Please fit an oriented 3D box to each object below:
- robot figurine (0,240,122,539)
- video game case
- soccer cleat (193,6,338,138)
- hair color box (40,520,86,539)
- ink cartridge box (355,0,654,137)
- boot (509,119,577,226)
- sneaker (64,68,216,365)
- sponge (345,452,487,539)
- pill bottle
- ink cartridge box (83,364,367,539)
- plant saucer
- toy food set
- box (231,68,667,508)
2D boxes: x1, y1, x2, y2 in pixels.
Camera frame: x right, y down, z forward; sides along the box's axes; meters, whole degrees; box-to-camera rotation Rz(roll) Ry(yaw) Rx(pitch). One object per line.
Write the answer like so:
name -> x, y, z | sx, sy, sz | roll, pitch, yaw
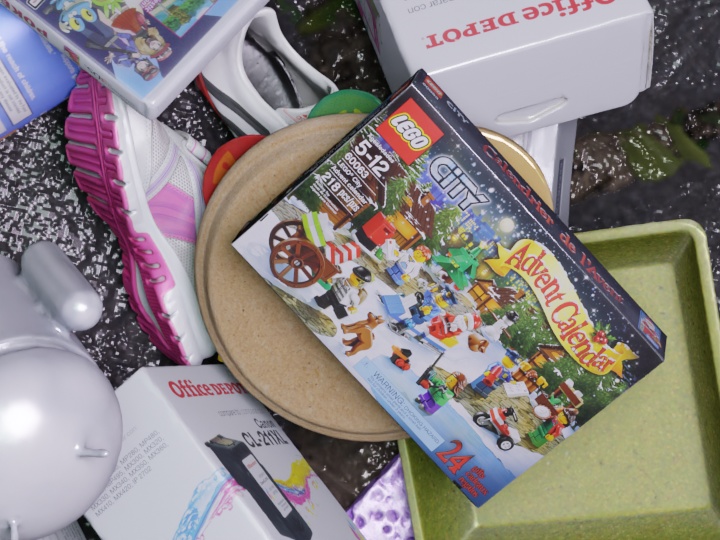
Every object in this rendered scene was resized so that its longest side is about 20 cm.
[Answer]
robot figurine -> -0.196, 0.066, 1.170 | 0.113, 0.200, 0.170 | 22, 106, -42
video game case -> -0.120, -0.206, 1.243 | 0.182, 0.023, 0.200 | 38, 68, 9
soccer cleat -> -0.027, -0.066, 1.317 | 0.069, 0.085, 0.200 | -32, 89, -28
hair color box -> -0.234, 0.173, 1.236 | 0.060, 0.200, 0.099 | -25, 93, 29
ink cartridge box -> 0.069, -0.181, 1.296 | 0.144, 0.085, 0.201 | -17, 61, -6
boot -> 0.073, -0.036, 1.349 | 0.095, 0.074, 0.201 | 8, 94, 18
sneaker -> -0.107, -0.043, 1.305 | 0.088, 0.081, 0.201 | -30, 122, -20
sponge -> -0.002, 0.216, 1.342 | 0.112, 0.030, 0.200 | 44, 84, -2
pill bottle -> -0.174, -0.163, 1.299 | 0.200, 0.112, 0.112 | -32, 91, -6
ink cartridge box -> -0.068, 0.152, 1.252 | 0.083, 0.146, 0.200 | -41, 78, 12
plant saucer -> 0.119, 0.076, 1.284 | 0.199, 0.048, 0.201 | -7, 99, 21
toy food set -> 0.000, 0.000, 1.249 | 0.197, 0.049, 0.201 | 15, 111, 5
box -> 0.048, 0.011, 1.197 | 0.137, 0.038, 0.200 | -41, 98, 21
